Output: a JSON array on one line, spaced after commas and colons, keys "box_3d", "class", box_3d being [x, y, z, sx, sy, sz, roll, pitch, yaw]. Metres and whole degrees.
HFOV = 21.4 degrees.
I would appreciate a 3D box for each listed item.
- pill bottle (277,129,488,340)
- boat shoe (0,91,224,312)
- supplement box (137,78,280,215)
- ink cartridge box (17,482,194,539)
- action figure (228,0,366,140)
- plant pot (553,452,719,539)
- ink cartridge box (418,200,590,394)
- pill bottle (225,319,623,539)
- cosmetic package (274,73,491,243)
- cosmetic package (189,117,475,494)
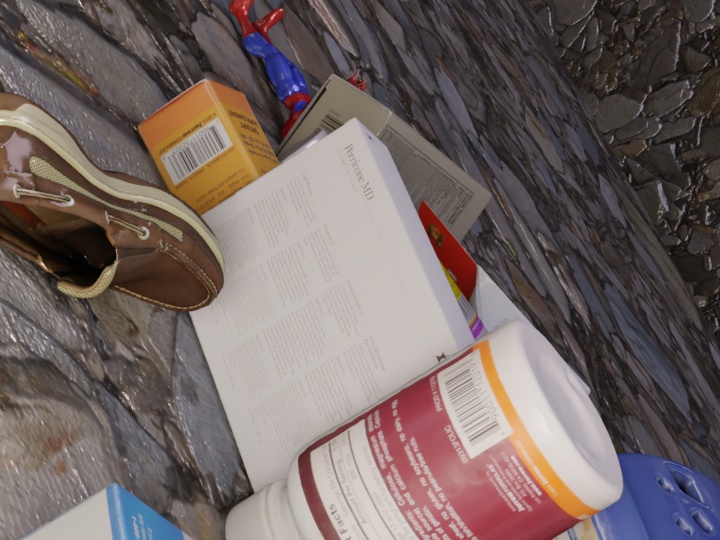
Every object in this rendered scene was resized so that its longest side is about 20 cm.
[{"box_3d": [0.000, 0.000, 1.385, 0.200, 0.104, 0.104, 55, 15, -7], "class": "pill bottle"}, {"box_3d": [-0.148, -0.014, 1.033, 0.202, 0.075, 0.075, 34, 41, -43], "class": "boat shoe"}, {"box_3d": [-0.072, -0.027, 1.286, 0.200, 0.069, 0.067, 63, 17, 15], "class": "supplement box"}, {"box_3d": [-0.065, 0.204, 0.806, 0.200, 0.085, 0.145, 46, 19, -41], "class": "ink cartridge box"}, {"box_3d": [-0.039, -0.169, 1.630, 0.065, 0.099, 0.200, 35, 29, -53], "class": "action figure"}, {"box_3d": [0.141, 0.224, 1.214, 0.180, 0.200, 0.200, 37, 26, -40], "class": "plant pot"}, {"box_3d": [0.084, 0.066, 1.495, 0.200, 0.057, 0.163, 46, -25, 15], "class": "ink cartridge box"}, {"box_3d": [0.033, 0.124, 1.051, 0.114, 0.200, 0.114, 51, 17, -22], "class": "pill bottle"}, {"box_3d": [0.017, -0.069, 1.551, 0.071, 0.105, 0.200, 36, 0, 32], "class": "cosmetic package"}, {"box_3d": [-0.022, 0.027, 1.172, 0.052, 0.151, 0.200, 35, 27, -54], "class": "cosmetic package"}]
